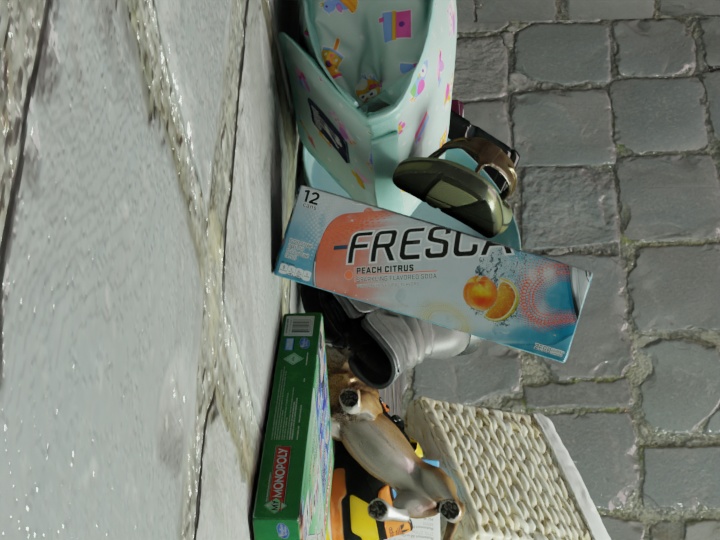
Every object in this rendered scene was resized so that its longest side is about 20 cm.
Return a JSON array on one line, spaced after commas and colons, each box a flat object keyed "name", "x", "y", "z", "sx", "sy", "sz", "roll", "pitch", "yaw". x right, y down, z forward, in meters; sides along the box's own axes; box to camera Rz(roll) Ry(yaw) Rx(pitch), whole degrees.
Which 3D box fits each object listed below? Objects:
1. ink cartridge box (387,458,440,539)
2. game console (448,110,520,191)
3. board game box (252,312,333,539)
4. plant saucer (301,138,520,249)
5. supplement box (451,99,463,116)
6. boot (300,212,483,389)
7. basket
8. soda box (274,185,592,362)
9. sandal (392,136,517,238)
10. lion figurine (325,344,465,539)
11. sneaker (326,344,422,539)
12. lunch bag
[{"name": "ink cartridge box", "x": 0.018, "y": 0.271, "z": 1.190, "sx": 0.116, "sy": 0.068, "sz": 0.200, "roll": 132, "pitch": -37, "yaw": -59}, {"name": "game console", "x": 0.054, "y": -0.037, "z": 1.269, "sx": 0.200, "sy": 0.176, "sz": 0.116, "roll": -63, "pitch": -155, "yaw": -5}, {"name": "board game box", "x": -0.040, "y": 0.139, "z": 0.893, "sx": 0.200, "sy": 0.029, "sz": 0.135, "roll": -85, "pitch": 174, "yaw": -57}, {"name": "plant saucer", "x": 0.037, "y": -0.051, "z": 1.100, "sx": 0.027, "sy": 0.200, "sz": 0.200, "roll": -52, "pitch": -156, "yaw": 39}, {"name": "supplement box", "x": 0.040, "y": -0.060, "z": 1.388, "sx": 0.103, "sy": 0.131, "sz": 0.200, "roll": -84, "pitch": 172, "yaw": -57}, {"name": "boot", "x": 0.000, "y": 0.000, "z": 1.085, "sx": 0.132, "sy": 0.200, "sz": 0.070, "roll": -12, "pitch": 138, "yaw": -46}, {"name": "basket", "x": 0.103, "y": 0.256, "z": 1.302, "sx": 0.198, "sy": 0.161, "sz": 0.200, "roll": -61, "pitch": -149, "yaw": 28}, {"name": "soda box", "x": 0.047, "y": 0.001, "z": 0.915, "sx": 0.068, "sy": 0.200, "sz": 0.064, "roll": -27, "pitch": 134, "yaw": -87}, {"name": "sandal", "x": 0.073, "y": -0.064, "z": 0.947, "sx": 0.057, "sy": 0.080, "sz": 0.201, "roll": -61, "pitch": 173, "yaw": 6}, {"name": "lion figurine", "x": 0.021, "y": 0.140, "z": 1.065, "sx": 0.200, "sy": 0.072, "sz": 0.122, "roll": 56, "pitch": 9, "yaw": 13}, {"name": "sneaker", "x": 0.007, "y": 0.136, "z": 1.154, "sx": 0.070, "sy": 0.090, "sz": 0.200, "roll": 84, "pitch": 7, "yaw": -56}, {"name": "lunch bag", "x": 0.009, "y": -0.150, "z": 0.984, "sx": 0.170, "sy": 0.122, "sz": 0.200, "roll": 83, "pitch": 6, "yaw": -65}]
